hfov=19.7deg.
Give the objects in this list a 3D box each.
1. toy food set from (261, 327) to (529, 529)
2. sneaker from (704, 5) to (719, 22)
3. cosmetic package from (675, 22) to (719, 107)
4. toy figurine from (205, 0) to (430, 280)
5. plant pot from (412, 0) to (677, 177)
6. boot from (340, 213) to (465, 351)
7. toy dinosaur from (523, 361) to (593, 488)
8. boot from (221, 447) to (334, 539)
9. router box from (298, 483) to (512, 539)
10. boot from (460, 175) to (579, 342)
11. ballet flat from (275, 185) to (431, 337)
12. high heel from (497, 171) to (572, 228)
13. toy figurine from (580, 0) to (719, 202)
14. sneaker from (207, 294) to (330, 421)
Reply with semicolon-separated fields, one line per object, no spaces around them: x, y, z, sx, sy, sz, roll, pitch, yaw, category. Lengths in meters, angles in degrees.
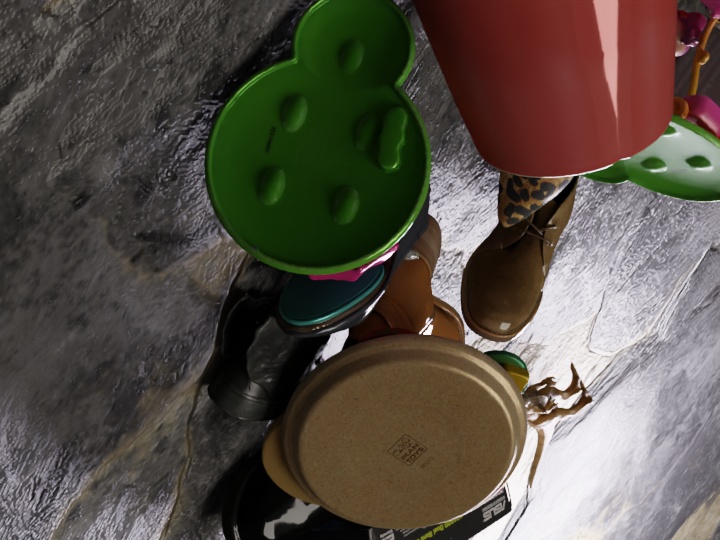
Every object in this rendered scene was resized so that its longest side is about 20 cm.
0.035;0.126;1.609;0.049;0.197;0.201;-95;-152;-55;toy food set
0.386;-0.301;1.932;0.200;0.078;0.077;-36;163;-28;sneaker
0.387;-0.137;1.978;0.107;0.200;0.090;-57;155;7;cosmetic package
-0.018;-0.073;1.456;0.184;0.149;0.201;79;25;-76;toy figurine
0.131;-0.174;1.411;0.200;0.200;0.178;-37;126;-32;plant pot
0.031;0.069;1.696;0.201;0.076;0.156;90;18;-45;boot
0.194;0.151;2.203;0.106;0.061;0.200;-29;149;3;toy dinosaur
0.000;0.174;1.723;0.211;0.157;0.080;-38;121;-29;boot
0.018;0.223;1.844;0.200;0.149;0.063;-25;104;-48;router box
0.141;-0.025;1.794;0.076;0.073;0.201;112;4;-51;boot
0.000;0.000;1.581;0.200;0.073;0.073;-55;161;-39;ballet flat
0.133;-0.127;1.710;0.142;0.071;0.201;4;117;-54;high heel
0.276;-0.176;1.828;0.150;0.199;0.185;37;67;-32;toy figurine
-0.051;0.064;1.625;0.199;0.060;0.105;0;127;-57;sneaker
